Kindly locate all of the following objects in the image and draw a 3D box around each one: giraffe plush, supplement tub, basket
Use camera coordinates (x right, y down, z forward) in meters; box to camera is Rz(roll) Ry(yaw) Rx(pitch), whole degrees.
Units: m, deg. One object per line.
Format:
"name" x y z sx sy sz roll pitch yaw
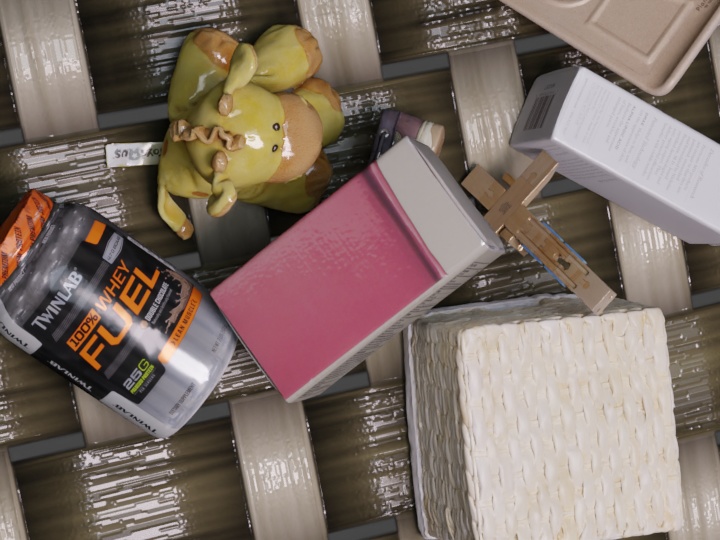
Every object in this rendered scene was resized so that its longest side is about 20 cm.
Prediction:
"giraffe plush" -0.093 -0.113 1.513 0.198 0.162 0.174 -22 97 -15
"supplement tub" -0.203 0.031 1.506 0.199 0.122 0.123 35 82 -14
"basket" 0.152 0.124 1.594 0.196 0.161 0.202 -5 91 -15

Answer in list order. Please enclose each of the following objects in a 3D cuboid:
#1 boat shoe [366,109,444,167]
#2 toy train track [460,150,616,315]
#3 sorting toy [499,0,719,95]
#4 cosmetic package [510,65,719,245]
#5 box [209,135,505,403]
"boat shoe" 0.007 -0.038 1.598 0.064 0.072 0.202 25 97 9
"toy train track" 0.150 -0.024 1.587 0.115 0.200 0.032 -48 135 6
"sorting toy" 0.230 -0.264 1.631 0.199 0.037 0.186 33 81 20
"cosmetic package" 0.239 -0.096 1.646 0.199 0.102 0.075 26 84 -16
"box" 0.000 0.000 1.499 0.199 0.128 0.109 -38 83 8
